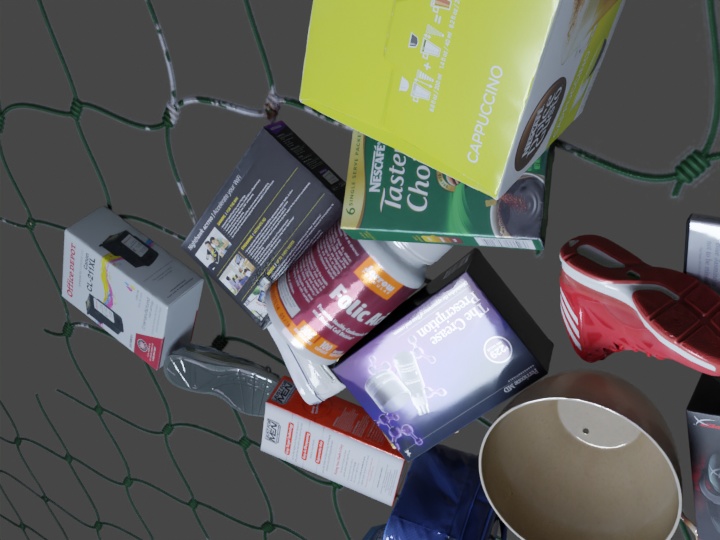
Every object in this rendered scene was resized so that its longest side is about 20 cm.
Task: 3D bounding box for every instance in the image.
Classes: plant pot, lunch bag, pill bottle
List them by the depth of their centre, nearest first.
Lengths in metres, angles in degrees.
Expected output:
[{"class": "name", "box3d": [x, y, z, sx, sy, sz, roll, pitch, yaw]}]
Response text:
[{"class": "plant pot", "box3d": [0.237, 0.182, 0.926, 0.198, 0.134, 0.203, 12, 120, 22]}, {"class": "pill bottle", "box3d": [0.000, 0.000, 0.970, 0.200, 0.114, 0.114, -43, 90, 21]}, {"class": "lunch bag", "box3d": [0.110, 0.314, 1.071, 0.131, 0.201, 0.137, 11, 128, 16]}]

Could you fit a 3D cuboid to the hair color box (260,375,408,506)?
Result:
[{"class": "hair color box", "box3d": [-0.031, 0.227, 1.201, 0.198, 0.061, 0.102, 20, 129, 11]}]

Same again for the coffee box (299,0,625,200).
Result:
[{"class": "coffee box", "box3d": [0.092, -0.217, 0.731, 0.199, 0.198, 0.201, 29, 133, 19]}]

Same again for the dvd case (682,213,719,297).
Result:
[{"class": "dvd case", "box3d": [0.388, 0.030, 0.797, 0.198, 0.018, 0.144, 12, 124, 31]}]

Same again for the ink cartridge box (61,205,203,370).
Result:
[{"class": "ink cartridge box", "box3d": [-0.337, 0.025, 1.310, 0.199, 0.083, 0.147, 34, 135, 14]}]

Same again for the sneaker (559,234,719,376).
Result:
[{"class": "sneaker", "box3d": [0.273, 0.057, 0.861, 0.200, 0.078, 0.116, 44, 152, 39]}]

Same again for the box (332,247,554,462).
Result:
[{"class": "box", "box3d": [0.090, 0.096, 0.986, 0.199, 0.079, 0.141, -38, 97, 26]}]

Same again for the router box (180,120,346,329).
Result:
[{"class": "router box", "box3d": [-0.105, -0.052, 1.063, 0.149, 0.051, 0.200, 44, 118, 5]}]

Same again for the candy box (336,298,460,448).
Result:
[{"class": "candy box", "box3d": [0.039, 0.114, 1.097, 0.115, 0.055, 0.201, -25, 102, 44]}]

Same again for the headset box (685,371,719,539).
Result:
[{"class": "headset box", "box3d": [0.403, 0.207, 0.864, 0.147, 0.077, 0.202, 5, 120, 35]}]

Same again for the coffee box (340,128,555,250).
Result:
[{"class": "coffee box", "box3d": [0.083, -0.087, 0.861, 0.197, 0.044, 0.125, 5, 81, 20]}]

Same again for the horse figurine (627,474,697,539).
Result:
[{"class": "horse figurine", "box3d": [0.303, 0.284, 1.002, 0.133, 0.050, 0.201, 50, 149, 28]}]

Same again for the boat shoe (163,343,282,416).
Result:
[{"class": "boat shoe", "box3d": [-0.182, 0.152, 1.288, 0.199, 0.065, 0.075, 13, 117, 13]}]

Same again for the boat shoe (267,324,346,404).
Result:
[{"class": "boat shoe", "box3d": [-0.079, 0.073, 1.157, 0.065, 0.072, 0.202, -25, 89, 14]}]

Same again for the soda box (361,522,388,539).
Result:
[{"class": "soda box", "box3d": [0.078, 0.387, 1.245, 0.199, 0.064, 0.068, -31, 97, 45]}]
